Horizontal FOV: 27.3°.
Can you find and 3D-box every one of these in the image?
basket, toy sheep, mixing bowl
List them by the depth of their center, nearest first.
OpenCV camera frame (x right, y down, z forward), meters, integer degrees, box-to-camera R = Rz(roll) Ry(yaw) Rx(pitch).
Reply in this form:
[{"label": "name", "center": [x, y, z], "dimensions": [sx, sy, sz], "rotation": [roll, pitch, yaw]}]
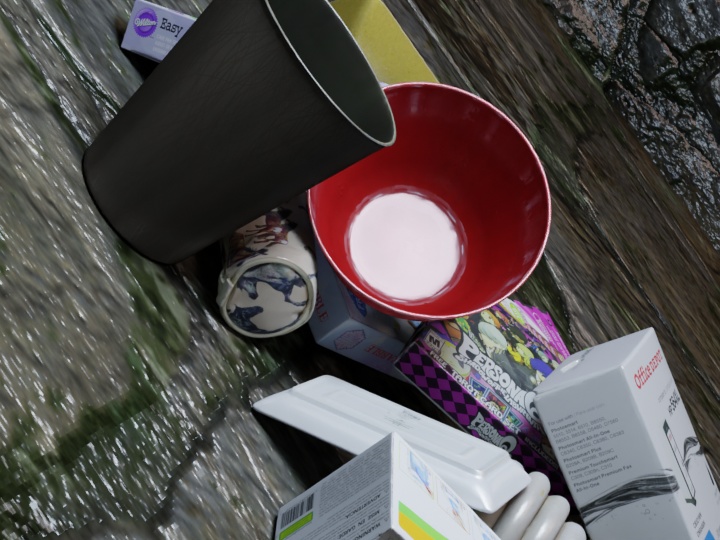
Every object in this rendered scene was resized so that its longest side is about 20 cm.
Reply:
[{"label": "basket", "center": [-0.097, -0.106, 1.097], "dimensions": [0.136, 0.199, 0.182], "rotation": [13, 44, -59]}, {"label": "toy sheep", "center": [0.105, 0.209, 1.161], "dimensions": [0.199, 0.139, 0.138], "rotation": [30, 18, 10]}, {"label": "mixing bowl", "center": [0.047, -0.038, 1.208], "dimensions": [0.202, 0.198, 0.109], "rotation": [59, -19, 14]}]

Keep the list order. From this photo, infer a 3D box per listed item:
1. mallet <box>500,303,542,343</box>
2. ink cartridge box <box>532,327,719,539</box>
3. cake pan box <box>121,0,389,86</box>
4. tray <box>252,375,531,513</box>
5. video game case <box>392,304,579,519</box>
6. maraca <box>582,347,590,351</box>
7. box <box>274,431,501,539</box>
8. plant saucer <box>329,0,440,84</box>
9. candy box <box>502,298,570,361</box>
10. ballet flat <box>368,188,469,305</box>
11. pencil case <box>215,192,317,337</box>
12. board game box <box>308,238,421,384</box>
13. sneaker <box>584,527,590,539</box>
[{"label": "mallet", "center": [0.143, 0.061, 1.445], "dimensions": [0.200, 0.065, 0.041], "rotation": [53, 10, -41]}, {"label": "ink cartridge box", "center": [0.228, 0.164, 1.207], "dimensions": [0.202, 0.084, 0.146], "rotation": [68, 23, -2]}, {"label": "cake pan box", "center": [-0.089, -0.179, 1.319], "dimensions": [0.198, 0.053, 0.184], "rotation": [23, 6, 26]}, {"label": "tray", "center": [0.027, 0.122, 1.106], "dimensions": [0.198, 0.022, 0.107], "rotation": [22, 12, 20]}, {"label": "video game case", "center": [0.132, 0.105, 1.292], "dimensions": [0.200, 0.036, 0.181], "rotation": [42, 25, 0]}, {"label": "maraca", "center": [0.234, 0.179, 1.480], "dimensions": [0.137, 0.106, 0.202], "rotation": [53, 36, -54]}, {"label": "box", "center": [0.044, 0.229, 1.010], "dimensions": [0.200, 0.112, 0.102], "rotation": [47, 21, -22]}, {"label": "plant saucer", "center": [-0.007, -0.165, 1.457], "dimensions": [0.201, 0.199, 0.049], "rotation": [51, 59, -26]}, {"label": "candy box", "center": [0.166, 0.100, 1.555], "dimensions": [0.199, 0.061, 0.137], "rotation": [16, 43, -58]}, {"label": "ballet flat", "center": [0.030, -0.037, 1.301], "dimensions": [0.201, 0.073, 0.073], "rotation": [53, 20, 12]}, {"label": "pencil case", "center": [-0.083, -0.037, 1.195], "dimensions": [0.088, 0.078, 0.201], "rotation": [10, 39, -17]}, {"label": "board game box", "center": [0.000, 0.000, 1.351], "dimensions": [0.199, 0.041, 0.202], "rotation": [28, 33, -51]}, {"label": "sneaker", "center": [0.217, 0.257, 1.303], "dimensions": [0.200, 0.070, 0.080], "rotation": [46, 24, 2]}]
